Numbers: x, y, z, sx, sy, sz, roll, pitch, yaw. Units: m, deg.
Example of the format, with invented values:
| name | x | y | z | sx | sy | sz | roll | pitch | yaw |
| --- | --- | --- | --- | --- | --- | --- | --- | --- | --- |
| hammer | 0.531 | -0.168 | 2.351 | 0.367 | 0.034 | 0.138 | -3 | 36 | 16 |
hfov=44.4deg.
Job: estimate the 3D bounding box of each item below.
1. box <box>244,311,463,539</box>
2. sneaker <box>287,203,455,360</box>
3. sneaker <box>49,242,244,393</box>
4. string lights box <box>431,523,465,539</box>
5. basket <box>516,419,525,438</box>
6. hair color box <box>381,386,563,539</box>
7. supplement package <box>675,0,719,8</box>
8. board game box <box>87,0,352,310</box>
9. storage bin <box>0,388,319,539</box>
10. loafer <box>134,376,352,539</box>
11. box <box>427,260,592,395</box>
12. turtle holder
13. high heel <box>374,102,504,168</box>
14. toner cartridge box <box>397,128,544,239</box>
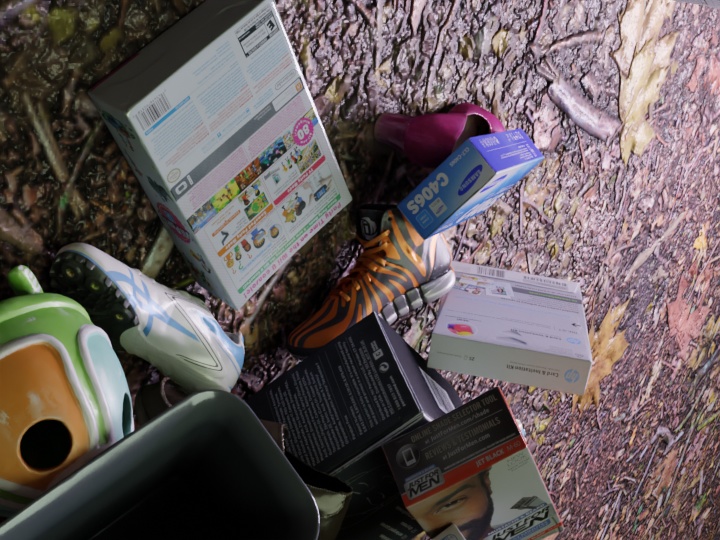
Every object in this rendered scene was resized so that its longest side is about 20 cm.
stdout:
| name | x | y | z | sx | sy | sz | roll | pitch | yaw |
| --- | --- | --- | --- | --- | --- | --- | --- | --- | --- |
| box | -0.001 | 0.175 | 0.838 | 0.195 | 0.125 | 0.200 | -35 | 140 | 9 |
| sneaker | 0.000 | 0.000 | 0.860 | 0.198 | 0.077 | 0.114 | -31 | 116 | -27 |
| sneaker | -0.163 | 0.034 | 0.695 | 0.200 | 0.071 | 0.074 | 48 | 43 | -44 |
| string lights box | 0.019 | 0.306 | 0.727 | 0.198 | 0.059 | 0.103 | -34 | 143 | -9 |
| basket | 0.147 | 0.292 | 1.098 | 0.175 | 0.138 | 0.204 | 1 | 78 | -48 |
| hair color box | 0.104 | 0.192 | 0.769 | 0.110 | 0.064 | 0.201 | -27 | 140 | 4 |
| supplement package | 0.412 | -0.421 | 1.000 | 0.146 | 0.198 | 0.194 | 28 | 89 | -51 |
| board game box | -0.100 | -0.093 | 0.694 | 0.147 | 0.064 | 0.202 | -44 | 135 | -23 |
| storage bin | -0.137 | 0.197 | 0.564 | 0.199 | 0.146 | 0.134 | -34 | 171 | -33 |
| loafer | -0.087 | 0.142 | 0.700 | 0.199 | 0.073 | 0.072 | 38 | 99 | -10 |
| box | 0.156 | 0.053 | 0.920 | 0.200 | 0.153 | 0.042 | -65 | 163 | -68 |
| turtle holder | -0.221 | 0.105 | 0.590 | 0.140 | 0.132 | 0.187 | -31 | 158 | -42 |
| high heel | 0.109 | -0.131 | 0.886 | 0.198 | 0.095 | 0.069 | 1 | 109 | -49 |
| toner cartridge box | 0.115 | -0.090 | 0.873 | 0.095 | 0.043 | 0.199 | -44 | 172 | 26 |
